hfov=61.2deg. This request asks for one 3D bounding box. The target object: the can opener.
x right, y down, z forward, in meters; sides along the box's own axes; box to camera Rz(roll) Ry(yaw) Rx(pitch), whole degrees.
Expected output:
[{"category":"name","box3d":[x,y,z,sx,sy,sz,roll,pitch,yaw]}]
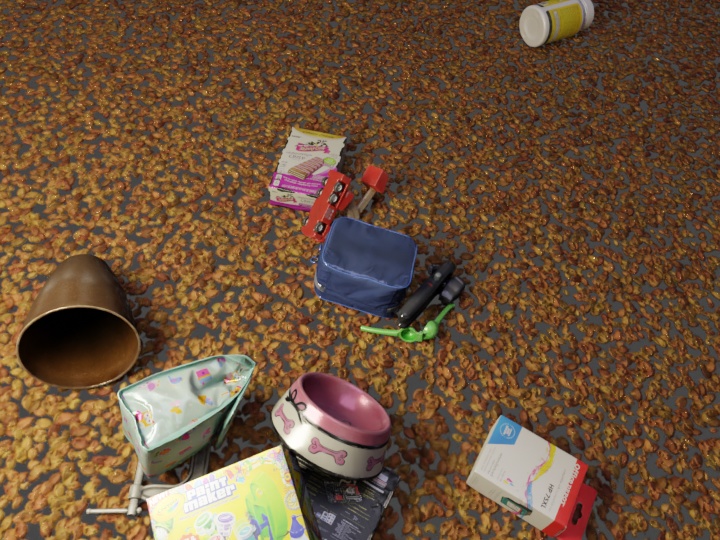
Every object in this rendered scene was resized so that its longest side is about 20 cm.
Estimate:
[{"category":"can opener","box3d":[0.132,0.043,1.178,0.078,0.064,0.199,28,42,27]}]

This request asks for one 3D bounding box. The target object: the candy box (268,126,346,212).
[{"category":"candy box","box3d":[-0.115,-0.227,1.371,0.135,0.061,0.201,11,53,3]}]

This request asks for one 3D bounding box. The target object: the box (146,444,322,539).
[{"category":"box","box3d":[-0.163,0.379,0.847,0.198,0.122,0.194,-21,67,-4]}]

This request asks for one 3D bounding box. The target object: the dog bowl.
[{"category":"dog bowl","box3d":[-0.038,0.236,0.960,0.199,0.200,0.074,29,101,15]}]

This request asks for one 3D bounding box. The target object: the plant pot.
[{"category":"plant pot","box3d":[-0.487,0.069,1.064,0.185,0.188,0.201,-12,41,-14]}]

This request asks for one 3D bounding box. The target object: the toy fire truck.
[{"category":"toy fire truck","box3d":[-0.031,-0.144,1.294,0.049,0.141,0.202,27,92,40]}]

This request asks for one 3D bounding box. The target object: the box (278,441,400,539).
[{"category":"box","box3d":[-0.059,0.353,0.961,0.198,0.050,0.160,24,53,13]}]

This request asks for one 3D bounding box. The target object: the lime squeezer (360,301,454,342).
[{"category":"lime squeezer","box3d":[0.103,0.105,1.165,0.198,0.038,0.071,-14,56,-14]}]

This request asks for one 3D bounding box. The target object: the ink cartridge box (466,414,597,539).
[{"category":"ink cartridge box","box3d":[0.288,0.343,0.991,0.199,0.068,0.116,28,56,14]}]

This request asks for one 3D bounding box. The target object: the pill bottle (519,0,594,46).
[{"category":"pill bottle","box3d":[0.575,-0.732,1.775,0.198,0.115,0.115,-22,59,-20]}]

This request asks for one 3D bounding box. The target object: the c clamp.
[{"category":"c clamp","box3d":[-0.327,0.299,0.987,0.169,0.027,0.202,7,53,-2]}]

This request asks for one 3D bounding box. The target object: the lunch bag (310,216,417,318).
[{"category":"lunch bag","box3d":[0.000,0.000,1.173,0.198,0.133,0.137,18,53,1]}]

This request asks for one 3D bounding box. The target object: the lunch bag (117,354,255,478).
[{"category":"lunch bag","box3d":[-0.259,0.215,0.946,0.199,0.171,0.122,-24,69,-30]}]
